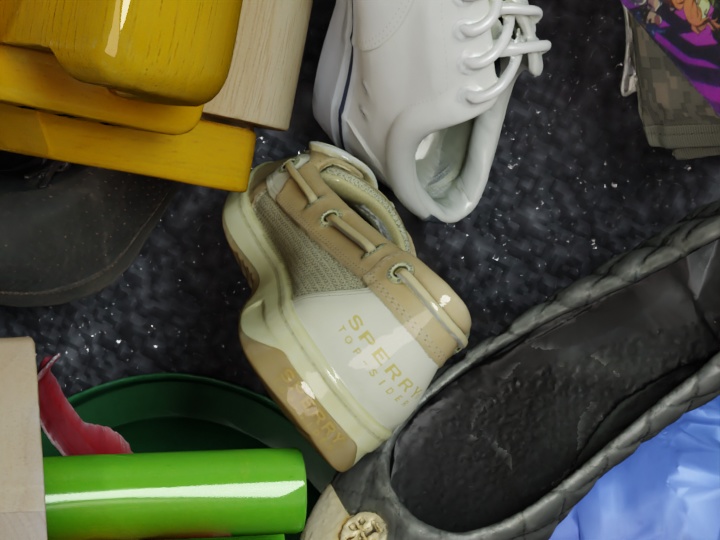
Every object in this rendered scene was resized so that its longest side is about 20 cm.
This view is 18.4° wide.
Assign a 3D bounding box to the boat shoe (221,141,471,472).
[{"bbox_3d":[-0.002,-0.002,0.722,0.063,0.201,0.073,-37,103,8],"label":"boat shoe"}]

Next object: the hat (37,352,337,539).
[{"bbox_3d":[-0.080,0.132,0.771,0.165,0.176,0.200,-41,97,11],"label":"hat"}]

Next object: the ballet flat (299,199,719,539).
[{"bbox_3d":[0.057,0.036,0.670,0.200,0.057,0.067,-38,67,7],"label":"ballet flat"}]

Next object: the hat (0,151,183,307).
[{"bbox_3d":[-0.139,-0.085,0.756,0.081,0.200,0.202,17,110,45],"label":"hat"}]

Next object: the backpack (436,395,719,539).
[{"bbox_3d":[0.076,0.121,0.766,0.166,0.163,0.202,-1,105,8],"label":"backpack"}]

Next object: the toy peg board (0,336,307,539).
[{"bbox_3d":[-0.063,0.157,0.655,0.097,0.200,0.201,-2,137,-11],"label":"toy peg board"}]

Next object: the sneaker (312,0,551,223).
[{"bbox_3d":[0.032,-0.090,0.714,0.073,0.200,0.071,-37,68,-22],"label":"sneaker"}]

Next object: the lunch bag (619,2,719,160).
[{"bbox_3d":[0.172,-0.129,0.720,0.198,0.118,0.165,-7,101,13],"label":"lunch bag"}]

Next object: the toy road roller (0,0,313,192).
[{"bbox_3d":[-0.068,-0.091,0.661,0.145,0.199,0.124,12,92,44],"label":"toy road roller"}]

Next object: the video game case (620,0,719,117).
[{"bbox_3d":[0.113,-0.161,0.652,0.200,0.036,0.182,54,137,24],"label":"video game case"}]
